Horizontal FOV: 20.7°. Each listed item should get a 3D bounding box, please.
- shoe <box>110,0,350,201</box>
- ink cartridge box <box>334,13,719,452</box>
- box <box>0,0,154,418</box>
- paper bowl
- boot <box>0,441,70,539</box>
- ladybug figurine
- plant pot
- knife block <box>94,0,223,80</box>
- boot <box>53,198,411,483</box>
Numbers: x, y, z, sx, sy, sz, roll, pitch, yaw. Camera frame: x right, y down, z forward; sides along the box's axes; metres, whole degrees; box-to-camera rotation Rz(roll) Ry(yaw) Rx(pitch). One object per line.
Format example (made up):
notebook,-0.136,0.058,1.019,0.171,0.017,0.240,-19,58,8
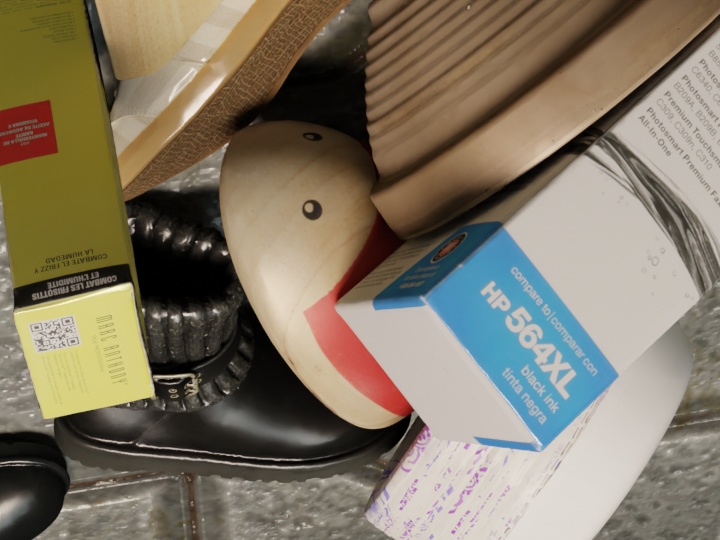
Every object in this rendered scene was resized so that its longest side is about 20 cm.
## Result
shoe,-0.066,-0.102,0.904,0.200,0.054,0.070,-43,166,35
ink cartridge box,0.101,-0.020,0.851,0.200,0.146,0.085,-41,97,-13
box,-0.127,-0.041,0.831,0.050,0.201,0.076,-10,142,-5
paper bowl,0.096,0.070,1.017,0.104,0.201,0.201,32,130,2
boot,-0.248,0.195,1.097,0.196,0.163,0.074,-17,142,3
ladybug figurine,0.000,0.000,0.964,0.071,0.137,0.200,-16,146,19
plant pot,0.069,-0.111,0.864,0.200,0.201,0.093,-36,96,23
knife block,-0.101,-0.186,0.778,0.175,0.064,0.200,22,128,-35
boot,-0.064,0.038,1.036,0.209,0.080,0.159,-3,139,-13
